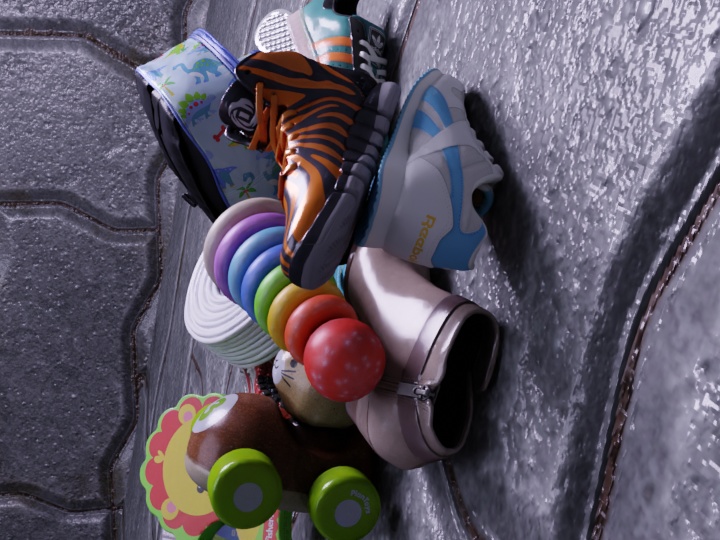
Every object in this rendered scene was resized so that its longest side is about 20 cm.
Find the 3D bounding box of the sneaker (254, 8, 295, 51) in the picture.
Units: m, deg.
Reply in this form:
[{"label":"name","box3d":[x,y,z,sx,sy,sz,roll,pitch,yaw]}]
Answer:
[{"label":"sneaker","box3d":[-0.037,-0.207,0.972,0.078,0.079,0.200,-43,54,10]}]

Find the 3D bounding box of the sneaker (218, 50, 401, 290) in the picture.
[{"label":"sneaker","box3d":[-0.047,-0.073,0.588,0.201,0.111,0.078,-73,3,-49]}]

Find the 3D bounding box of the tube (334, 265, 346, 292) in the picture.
[{"label":"tube","box3d":[0.000,0.000,0.807,0.200,0.050,0.078,-171,97,-77]}]

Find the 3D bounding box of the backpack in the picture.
[{"label":"backpack","box3d":[-0.126,-0.138,0.904,0.183,0.147,0.201,44,165,43]}]

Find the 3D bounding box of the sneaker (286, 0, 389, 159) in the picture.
[{"label":"sneaker","box3d":[-0.007,-0.195,0.861,0.080,0.071,0.201,-33,60,17]}]

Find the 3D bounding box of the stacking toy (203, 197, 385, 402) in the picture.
[{"label":"stacking toy","box3d":[-0.043,0.026,0.646,0.200,0.085,0.086,47,128,48]}]

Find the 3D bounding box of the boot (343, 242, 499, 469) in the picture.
[{"label":"boot","box3d":[0.044,0.036,0.626,0.146,0.070,0.202,-9,72,64]}]

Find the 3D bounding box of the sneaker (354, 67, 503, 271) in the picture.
[{"label":"sneaker","box3d":[0.054,-0.069,0.619,0.201,0.080,0.077,-72,3,-49]}]

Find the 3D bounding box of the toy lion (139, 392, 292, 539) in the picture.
[{"label":"toy lion","box3d":[-0.136,0.224,0.896,0.069,0.190,0.202,32,-123,-62]}]

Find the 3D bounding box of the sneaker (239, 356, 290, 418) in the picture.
[{"label":"sneaker","box3d":[-0.105,0.133,1.019,0.200,0.077,0.083,-118,35,-65]}]

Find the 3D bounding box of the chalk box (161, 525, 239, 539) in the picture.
[{"label":"chalk box","box3d":[-0.162,0.314,1.043,0.124,0.123,0.202,149,127,-66]}]

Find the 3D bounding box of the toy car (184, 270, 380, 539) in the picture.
[{"label":"toy car","box3d":[-0.048,0.091,0.739,0.164,0.157,0.201,-155,79,-72]}]

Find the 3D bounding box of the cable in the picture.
[{"label":"cable","box3d":[-0.114,0.006,1.000,0.200,0.069,0.200,-46,34,10]}]

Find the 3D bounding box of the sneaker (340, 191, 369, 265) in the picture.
[{"label":"sneaker","box3d":[-0.008,-0.062,0.771,0.200,0.089,0.070,-117,20,-68]}]
